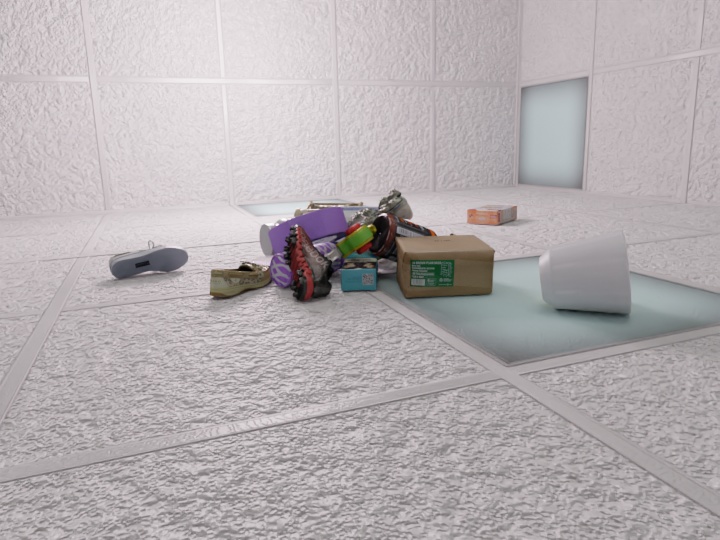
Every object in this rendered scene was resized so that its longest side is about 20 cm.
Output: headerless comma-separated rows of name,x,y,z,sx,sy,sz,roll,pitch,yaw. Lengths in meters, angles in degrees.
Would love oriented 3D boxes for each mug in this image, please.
mug,0.422,0.023,1.061,0.150,0.188,0.151,-6,43,21

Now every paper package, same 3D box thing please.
paper package,0.182,-0.014,1.251,0.195,0.106,0.191,-1,12,-3

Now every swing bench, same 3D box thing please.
swing bench,-0.104,-0.152,1.840,0.194,0.133,0.200,2,13,13

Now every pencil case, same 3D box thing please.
pencil case,-0.126,-0.014,1.354,0.085,0.085,0.198,32,31,31

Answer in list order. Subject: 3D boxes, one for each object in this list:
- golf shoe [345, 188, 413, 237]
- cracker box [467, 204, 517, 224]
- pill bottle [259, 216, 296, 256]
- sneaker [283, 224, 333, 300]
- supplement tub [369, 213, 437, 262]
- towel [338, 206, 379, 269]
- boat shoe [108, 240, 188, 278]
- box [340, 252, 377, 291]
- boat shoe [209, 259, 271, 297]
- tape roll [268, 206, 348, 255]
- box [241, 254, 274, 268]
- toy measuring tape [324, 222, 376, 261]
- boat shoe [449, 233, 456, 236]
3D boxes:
golf shoe,0.046,-0.121,1.452,0.198,0.097,0.079,-26,41,31
cracker box,0.528,-0.225,2.246,0.132,0.059,0.198,7,16,36
pill bottle,-0.189,-0.100,1.648,0.197,0.119,0.116,-11,15,-33
sneaker,-0.112,-0.017,1.236,0.096,0.071,0.203,6,46,-27
supplement tub,0.123,-0.066,1.403,0.197,0.109,0.107,17,2,-29
towel,-0.011,-0.089,1.503,0.144,0.203,0.024,1,-31,14
boat shoe,-0.564,-0.034,1.487,0.199,0.076,0.086,-16,35,-28
box,0.000,0.000,1.332,0.080,0.050,0.200,-1,12,3
boat shoe,-0.269,0.010,1.287,0.072,0.064,0.199,3,13,23
tape roll,-0.128,-0.093,1.404,0.196,0.067,0.200,-19,-2,-1
box,-0.192,-0.018,1.472,0.140,0.037,0.199,6,14,30
toy measuring tape,-0.030,-0.056,1.304,0.199,0.075,0.073,-35,30,-32
boat shoe,0.263,-0.043,1.484,0.075,0.073,0.200,14,21,3
